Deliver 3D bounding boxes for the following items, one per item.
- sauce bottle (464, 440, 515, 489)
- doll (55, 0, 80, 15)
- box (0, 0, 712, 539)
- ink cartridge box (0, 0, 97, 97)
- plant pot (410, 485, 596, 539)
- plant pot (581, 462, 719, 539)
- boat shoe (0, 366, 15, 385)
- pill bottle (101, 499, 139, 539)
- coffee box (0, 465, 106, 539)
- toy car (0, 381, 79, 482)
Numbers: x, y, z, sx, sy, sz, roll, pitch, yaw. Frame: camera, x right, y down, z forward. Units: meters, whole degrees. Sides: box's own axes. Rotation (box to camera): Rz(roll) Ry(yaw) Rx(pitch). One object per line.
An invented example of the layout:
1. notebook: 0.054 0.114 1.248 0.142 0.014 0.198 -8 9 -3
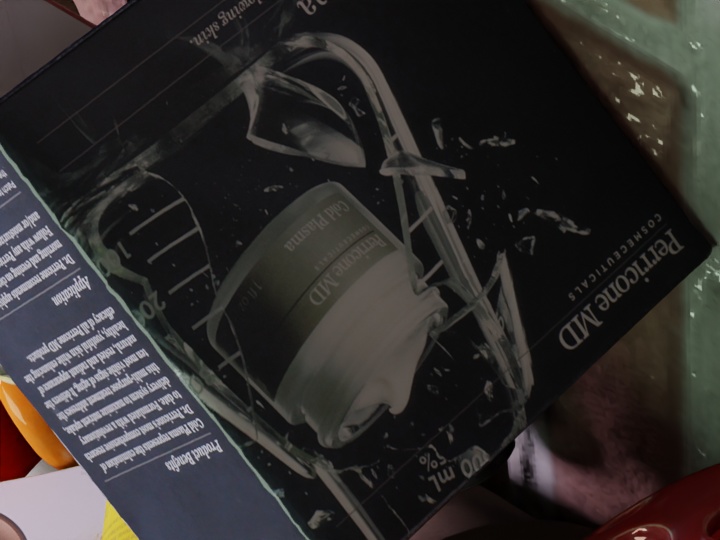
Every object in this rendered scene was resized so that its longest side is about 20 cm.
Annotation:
1. sauce bottle: 0.000 0.000 1.197 0.200 0.066 0.066 56 156 -20
2. doll: -0.134 -0.023 1.304 0.136 0.048 0.200 58 157 34
3. box: -0.023 -0.015 1.035 0.197 0.200 0.124 53 151 -7
4. ink cartridge box: -0.174 -0.058 1.161 0.200 0.068 0.116 -3 156 44
5. plant pot: 0.028 0.166 1.267 0.175 0.200 0.200 47 162 51
6. plant pot: 0.157 0.150 0.994 0.200 0.182 0.200 40 155 23
7. boat shoe: -0.104 0.004 1.198 0.202 0.072 0.060 -15 158 39
8. pill bottle: -0.044 0.125 1.118 0.112 0.200 0.112 4 151 2
9. coffee box: -0.119 0.224 1.439 0.200 0.200 0.198 66 -165 -55
10. toy car: -0.183 0.051 1.479 0.200 0.150 0.175 2 129 59
